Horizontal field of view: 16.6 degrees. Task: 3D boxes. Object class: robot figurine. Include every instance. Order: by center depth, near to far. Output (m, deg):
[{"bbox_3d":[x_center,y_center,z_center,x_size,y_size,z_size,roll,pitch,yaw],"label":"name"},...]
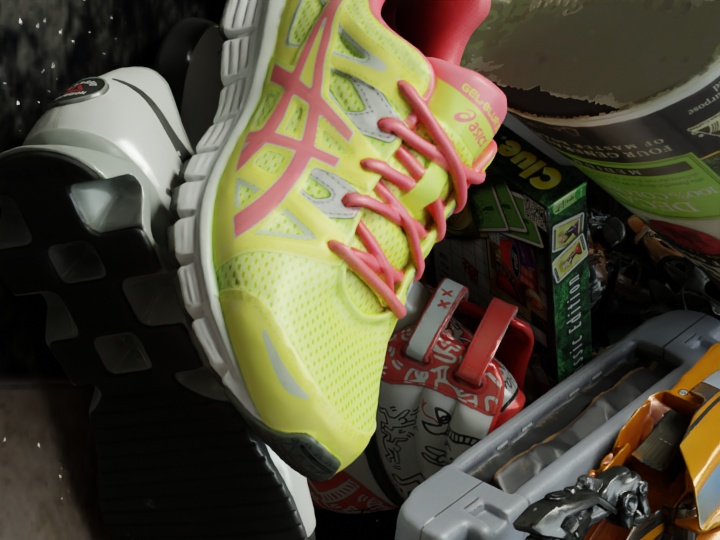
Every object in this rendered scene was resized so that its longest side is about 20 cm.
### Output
[{"bbox_3d":[0.096,0.111,0.839,0.200,0.058,0.145,-44,144,-38],"label":"robot figurine"}]

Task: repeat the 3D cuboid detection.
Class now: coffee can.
[{"bbox_3d":[0.135,-0.080,0.868,0.200,0.146,0.147,33,60,-49],"label":"coffee can"}]

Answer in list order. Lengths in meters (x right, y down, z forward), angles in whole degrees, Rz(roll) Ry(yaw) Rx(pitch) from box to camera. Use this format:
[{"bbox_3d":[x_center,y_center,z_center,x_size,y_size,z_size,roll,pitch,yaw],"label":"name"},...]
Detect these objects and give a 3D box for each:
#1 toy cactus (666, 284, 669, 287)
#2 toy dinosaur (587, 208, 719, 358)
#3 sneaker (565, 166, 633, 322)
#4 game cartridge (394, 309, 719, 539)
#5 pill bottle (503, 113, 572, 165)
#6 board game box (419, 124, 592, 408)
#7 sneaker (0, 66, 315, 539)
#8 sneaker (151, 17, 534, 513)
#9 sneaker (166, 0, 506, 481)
[{"bbox_3d":[0.130,0.087,1.084,0.199,0.102,0.166,9,68,-24],"label":"toy cactus"},{"bbox_3d":[0.117,0.012,1.019,0.136,0.199,0.102,-104,-170,-55],"label":"toy dinosaur"},{"bbox_3d":[0.100,-0.035,1.138,0.090,0.066,0.201,31,63,-53],"label":"sneaker"},{"bbox_3d":[0.068,0.106,0.887,0.200,0.041,0.134,-30,140,-50],"label":"game cartridge"},{"bbox_3d":[0.103,-0.152,1.086,0.104,0.104,0.200,62,37,-46],"label":"pill bottle"},{"bbox_3d":[0.046,0.017,0.932,0.023,0.105,0.200,-32,140,-22],"label":"board game box"},{"bbox_3d":[-0.050,0.026,0.794,0.089,0.074,0.201,-59,139,-52],"label":"sneaker"},{"bbox_3d":[0.000,0.000,0.863,0.067,0.108,0.202,-57,140,-49],"label":"sneaker"},{"bbox_3d":[0.000,-0.030,0.751,0.078,0.090,0.200,48,35,-44],"label":"sneaker"}]
